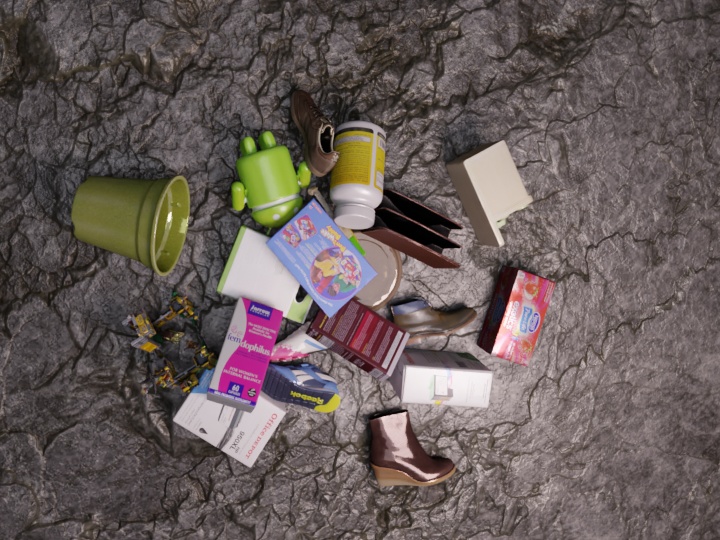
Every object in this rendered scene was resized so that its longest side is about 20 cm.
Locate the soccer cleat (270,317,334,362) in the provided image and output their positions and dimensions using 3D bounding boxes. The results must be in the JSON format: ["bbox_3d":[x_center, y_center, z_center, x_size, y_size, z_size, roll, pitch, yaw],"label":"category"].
[{"bbox_3d":[-0.120,0.149,1.440,0.196,0.070,0.088,-9,82,-10],"label":"soccer cleat"}]

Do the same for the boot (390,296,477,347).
[{"bbox_3d":[0.161,0.096,1.469,0.197,0.075,0.099,-20,102,-5],"label":"boot"}]

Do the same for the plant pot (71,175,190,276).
[{"bbox_3d":[-0.458,-0.107,1.300,0.181,0.200,0.204,12,95,1],"label":"plant pot"}]

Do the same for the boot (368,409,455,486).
[{"bbox_3d":[0.117,0.402,1.496,0.196,0.072,0.170,-6,99,-5],"label":"boot"}]

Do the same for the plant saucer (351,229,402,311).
[{"bbox_3d":[0.000,0.000,1.455,0.196,0.029,0.204,-1,98,-9],"label":"plant saucer"}]

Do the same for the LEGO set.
[{"bbox_3d":[-0.391,0.141,1.329,0.152,0.116,0.203,-25,69,3],"label":"LEGO set"}]

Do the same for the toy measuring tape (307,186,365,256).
[{"bbox_3d":[-0.061,-0.080,1.393,0.073,0.074,0.201,-36,91,-3],"label":"toy measuring tape"}]

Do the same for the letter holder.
[{"bbox_3d":[0.123,-0.088,1.389,0.197,0.142,0.102,25,84,-18],"label":"letter holder"}]

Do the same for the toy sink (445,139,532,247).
[{"bbox_3d":[0.290,-0.168,1.432,0.111,0.130,0.203,-27,99,-5],"label":"toy sink"}]

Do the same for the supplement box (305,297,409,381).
[{"bbox_3d":[-0.006,0.136,1.398,0.198,0.061,0.110,33,63,-5],"label":"supplement box"}]

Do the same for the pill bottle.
[{"bbox_3d":[-0.007,-0.195,1.360,0.110,0.112,0.204,7,75,-10],"label":"pill bottle"}]

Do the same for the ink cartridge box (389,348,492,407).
[{"bbox_3d":[0.172,0.235,1.449,0.196,0.145,0.086,6,98,-10],"label":"ink cartridge box"}]

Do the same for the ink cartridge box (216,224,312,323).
[{"bbox_3d":[-0.190,0.009,1.402,0.197,0.076,0.150,22,92,-12],"label":"ink cartridge box"}]

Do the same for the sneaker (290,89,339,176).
[{"bbox_3d":[-0.085,-0.296,1.351,0.070,0.075,0.203,3,65,-48],"label":"sneaker"}]

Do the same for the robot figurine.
[{"bbox_3d":[-0.188,-0.181,1.359,0.173,0.115,0.204,-20,100,-19],"label":"robot figurine"}]

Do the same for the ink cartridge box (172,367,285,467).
[{"bbox_3d":[-0.279,0.303,1.415,0.199,0.084,0.146,34,89,-11],"label":"ink cartridge box"}]

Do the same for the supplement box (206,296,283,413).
[{"bbox_3d":[-0.235,0.172,1.335,0.099,0.103,0.203,17,68,-8],"label":"supplement box"}]

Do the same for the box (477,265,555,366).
[{"bbox_3d":[0.353,0.101,1.489,0.098,0.095,0.203,17,93,-11],"label":"box"}]

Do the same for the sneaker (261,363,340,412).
[{"bbox_3d":[-0.138,0.244,1.437,0.197,0.083,0.075,22,121,-11],"label":"sneaker"}]

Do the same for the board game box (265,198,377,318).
[{"bbox_3d":[-0.079,-0.025,1.333,0.134,0.045,0.201,-41,94,0],"label":"board game box"}]
